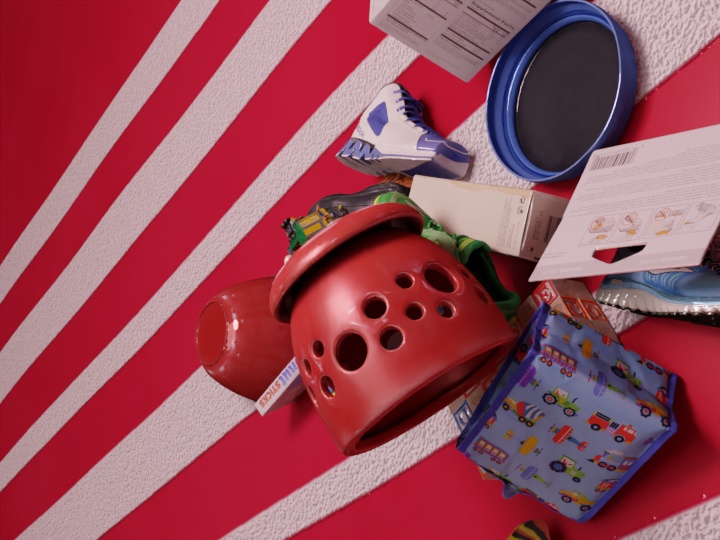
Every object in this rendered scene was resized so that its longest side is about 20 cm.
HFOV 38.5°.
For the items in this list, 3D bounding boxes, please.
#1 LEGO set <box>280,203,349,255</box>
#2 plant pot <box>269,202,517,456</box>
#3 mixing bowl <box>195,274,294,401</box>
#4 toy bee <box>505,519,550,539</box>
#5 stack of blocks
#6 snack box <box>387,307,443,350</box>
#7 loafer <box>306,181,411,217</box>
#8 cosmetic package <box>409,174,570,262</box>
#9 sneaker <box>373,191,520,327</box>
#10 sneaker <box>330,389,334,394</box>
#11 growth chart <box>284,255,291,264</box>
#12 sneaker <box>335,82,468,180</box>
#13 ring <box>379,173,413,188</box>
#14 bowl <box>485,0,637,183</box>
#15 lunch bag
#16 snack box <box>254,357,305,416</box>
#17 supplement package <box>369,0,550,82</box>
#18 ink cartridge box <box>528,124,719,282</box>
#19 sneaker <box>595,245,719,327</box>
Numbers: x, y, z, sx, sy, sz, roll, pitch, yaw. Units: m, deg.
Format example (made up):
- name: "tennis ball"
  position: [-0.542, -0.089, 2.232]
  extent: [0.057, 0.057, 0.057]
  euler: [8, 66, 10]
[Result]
- name: "LEGO set"
  position: [0.000, 0.000, 1.259]
  extent: [0.201, 0.115, 0.154]
  euler: [59, 163, 11]
- name: "plant pot"
  position: [0.022, 0.052, 0.997]
  extent: [0.183, 0.199, 0.201]
  euler: [55, 128, 18]
- name: "mixing bowl"
  position: [-0.180, 0.101, 1.561]
  extent: [0.199, 0.108, 0.202]
  euler: [-15, 71, 52]
- name: "toy bee"
  position: [0.169, 0.344, 1.010]
  extent: [0.200, 0.108, 0.132]
  euler: [-114, 5, -66]
- name: "stack of blocks"
  position: [0.184, 0.118, 1.099]
  extent: [0.201, 0.058, 0.116]
  euler: [-54, 44, 32]
- name: "snack box"
  position: [0.055, 0.055, 1.168]
  extent: [0.053, 0.198, 0.144]
  euler: [-14, 71, 54]
- name: "loafer"
  position: [-0.006, -0.065, 1.360]
  extent: [0.200, 0.068, 0.071]
  euler: [-10, 67, 49]
- name: "cosmetic package"
  position: [0.149, -0.055, 1.149]
  extent: [0.199, 0.103, 0.074]
  euler: [16, 94, 53]
- name: "sneaker"
  position: [0.096, -0.017, 1.086]
  extent: [0.200, 0.074, 0.084]
  euler: [47, 134, 13]
- name: "sneaker"
  position: [0.001, 0.108, 1.338]
  extent: [0.200, 0.066, 0.079]
  euler: [-43, 61, 43]
- name: "growth chart"
  position: [-0.053, 0.076, 1.296]
  extent: [0.201, 0.018, 0.145]
  euler: [59, 162, 21]
- name: "sneaker"
  position: [0.055, -0.182, 1.314]
  extent: [0.198, 0.080, 0.116]
  euler: [12, 81, 48]
- name: "ring"
  position: [0.052, -0.044, 1.350]
  extent: [0.200, 0.019, 0.203]
  euler: [-17, 68, 51]
- name: "bowl"
  position: [0.220, -0.194, 1.135]
  extent: [0.200, 0.039, 0.203]
  euler: [-16, 70, 52]
- name: "lunch bag"
  position: [0.190, 0.159, 1.004]
  extent: [0.201, 0.150, 0.094]
  euler: [-62, -2, 33]
- name: "snack box"
  position: [-0.072, 0.130, 1.434]
  extent: [0.024, 0.072, 0.200]
  euler: [52, 127, 17]
- name: "supplement package"
  position: [0.127, -0.358, 1.175]
  extent: [0.200, 0.150, 0.153]
  euler: [-41, 34, 41]
- name: "ink cartridge box"
  position: [0.272, -0.052, 0.960]
  extent: [0.199, 0.045, 0.177]
  euler: [-7, 46, 54]
- name: "sneaker"
  position: [0.302, 0.001, 0.951]
  extent: [0.199, 0.078, 0.091]
  euler: [9, 87, 54]
